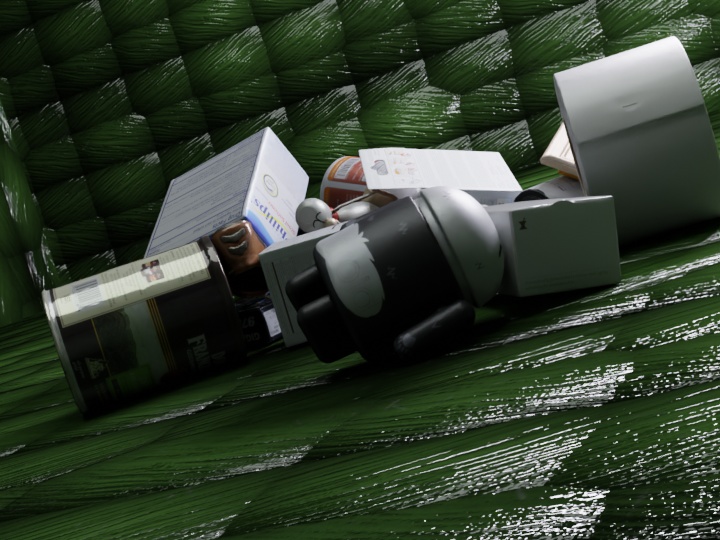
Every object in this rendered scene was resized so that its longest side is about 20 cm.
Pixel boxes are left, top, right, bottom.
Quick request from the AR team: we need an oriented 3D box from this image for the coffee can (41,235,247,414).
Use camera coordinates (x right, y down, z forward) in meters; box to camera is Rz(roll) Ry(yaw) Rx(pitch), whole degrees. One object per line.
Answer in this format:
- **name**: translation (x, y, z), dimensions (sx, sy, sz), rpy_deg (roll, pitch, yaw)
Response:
- **coffee can**: translation (-0.245, 0.061, 1.413), dimensions (0.198, 0.148, 0.146), rpy_deg (-19, 6, -10)

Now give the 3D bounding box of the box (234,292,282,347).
- **box**: translation (-0.151, 0.066, 1.595), dimensions (0.198, 0.047, 0.158), rpy_deg (-14, 6, 34)

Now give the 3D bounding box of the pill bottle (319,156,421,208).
- **pill bottle**: translation (0.047, -0.100, 1.779), dimensions (0.198, 0.114, 0.112), rpy_deg (11, 23, 39)

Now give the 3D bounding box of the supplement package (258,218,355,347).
- **supplement package**: translation (0.000, 0.000, 1.414), dimensions (0.198, 0.115, 0.110), rpy_deg (-16, 6, 8)

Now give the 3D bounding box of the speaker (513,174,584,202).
- **speaker**: translation (0.285, -0.090, 1.577), dimensions (0.199, 0.082, 0.081), rpy_deg (-22, 7, -39)

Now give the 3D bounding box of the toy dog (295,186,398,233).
- **toy dog**: translation (0.001, -0.051, 1.593), dimensions (0.096, 0.133, 0.199), rpy_deg (24, 31, 27)

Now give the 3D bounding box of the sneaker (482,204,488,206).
- **sneaker**: translation (0.148, -0.032, 1.466), dimensions (0.084, 0.078, 0.199), rpy_deg (-28, 11, -33)

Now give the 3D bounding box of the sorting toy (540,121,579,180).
- **sorting toy**: translation (0.332, -0.137, 1.563), dimensions (0.183, 0.037, 0.200), rpy_deg (21, 31, 13)

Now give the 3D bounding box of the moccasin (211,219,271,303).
- **moccasin**: translation (-0.131, 0.003, 1.486), dimensions (0.073, 0.078, 0.202), rpy_deg (-21, -14, -10)

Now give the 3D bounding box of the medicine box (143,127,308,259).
- **medicine box**: translation (-0.180, -0.066, 1.676), dimensions (0.181, 0.103, 0.201), rpy_deg (-25, 35, 27)

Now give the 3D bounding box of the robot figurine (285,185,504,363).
- **robot figurine**: translation (0.035, 0.007, 1.133), dimensions (0.198, 0.152, 0.125), rpy_deg (-27, -7, 0)

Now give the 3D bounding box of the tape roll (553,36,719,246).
- **tape roll**: translation (0.301, -0.137, 1.350), dimensions (0.138, 0.205, 0.203), rpy_deg (-16, 5, 10)

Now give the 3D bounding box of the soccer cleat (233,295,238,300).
- **soccer cleat**: translation (-0.139, 0.042, 1.742), dimensions (0.068, 0.080, 0.200), rpy_deg (-65, 11, -27)

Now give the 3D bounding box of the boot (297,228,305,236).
- **boot**: translation (-0.057, -0.044, 1.755), dimensions (0.079, 0.159, 0.210), rpy_deg (-34, 12, -32)

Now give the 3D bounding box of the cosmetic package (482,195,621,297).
- **cosmetic package**: translation (0.167, -0.026, 1.218), dimensions (0.106, 0.086, 0.200), rpy_deg (-7, 4, -10)

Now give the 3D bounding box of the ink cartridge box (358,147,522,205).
- **ink cartridge box**: translation (0.100, -0.113, 1.620), dimensions (0.197, 0.048, 0.160), rpy_deg (0, 23, -5)
